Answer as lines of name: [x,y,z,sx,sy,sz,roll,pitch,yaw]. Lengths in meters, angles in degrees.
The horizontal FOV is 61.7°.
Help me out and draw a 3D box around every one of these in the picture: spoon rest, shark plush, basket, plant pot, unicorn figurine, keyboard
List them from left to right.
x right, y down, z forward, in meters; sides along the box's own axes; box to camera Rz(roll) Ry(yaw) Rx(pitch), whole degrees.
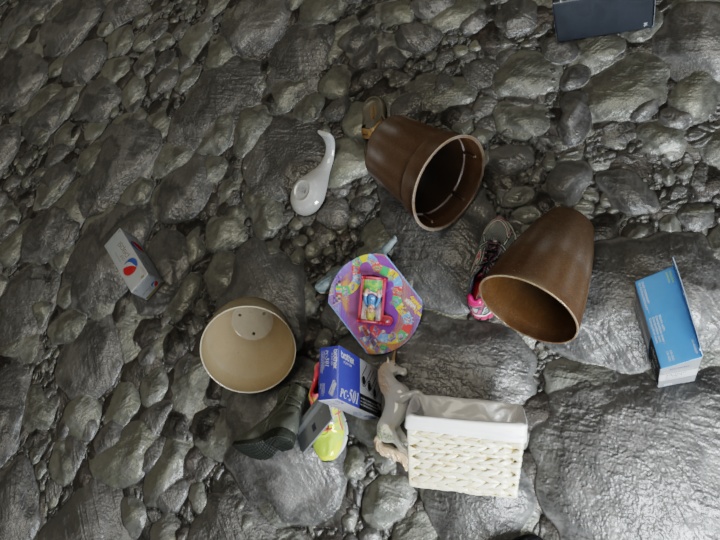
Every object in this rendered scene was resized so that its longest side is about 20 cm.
plant pot: [-0.235,0.137,1.289,0.198,0.202,0.135,-33,23,9]
keyboard: [-0.090,0.294,1.161,0.010,0.201,0.057,-10,61,-29]
spoon rest: [-0.108,-0.229,1.447,0.098,0.060,0.204,23,94,32]
shark plush: [0.000,0.000,1.276,0.196,0.083,0.093,-24,61,15]
unicorn figurine: [0.077,0.258,1.139,0.135,0.074,0.204,18,75,26]
plant pot: [0.121,-0.218,1.257,0.201,0.200,0.198,-50,50,-2]
basket: [0.175,0.291,1.009,0.194,0.135,0.127,2,93,11]
plant pot: [0.338,-0.008,1.078,0.184,0.188,0.202,21,65,30]

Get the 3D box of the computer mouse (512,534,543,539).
computer mouse: [0.230,0.525,0.971,0.197,0.046,0.143,-29,59,12]

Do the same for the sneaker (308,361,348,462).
sneaker: [-0.073,0.273,1.195,0.076,0.090,0.205,-9,67,19]

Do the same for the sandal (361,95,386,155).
sandal: [0.036,-0.335,1.415,0.080,0.055,0.205,-14,64,20]

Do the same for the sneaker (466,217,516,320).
sneaker: [0.254,-0.009,1.164,0.079,0.075,0.205,6,72,27]

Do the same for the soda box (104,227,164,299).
soda box: [-0.595,-0.018,1.580,0.068,0.064,0.200,-45,57,3]

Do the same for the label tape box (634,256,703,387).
label tape box: [0.478,0.087,0.943,0.065,0.200,0.147,-15,63,20]

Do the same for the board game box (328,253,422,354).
board game box: [0.028,0.066,1.214,0.157,0.039,0.201,-40,83,6]

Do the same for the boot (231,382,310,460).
boot: [-0.178,0.309,1.243,0.198,0.067,0.133,-27,34,40]

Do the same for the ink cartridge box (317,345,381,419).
ink cartridge box: [-0.016,0.214,1.126,0.043,0.200,0.096,-9,65,22]

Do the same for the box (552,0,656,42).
box: [0.511,-0.614,1.266,0.195,0.124,0.202,0,71,25]
